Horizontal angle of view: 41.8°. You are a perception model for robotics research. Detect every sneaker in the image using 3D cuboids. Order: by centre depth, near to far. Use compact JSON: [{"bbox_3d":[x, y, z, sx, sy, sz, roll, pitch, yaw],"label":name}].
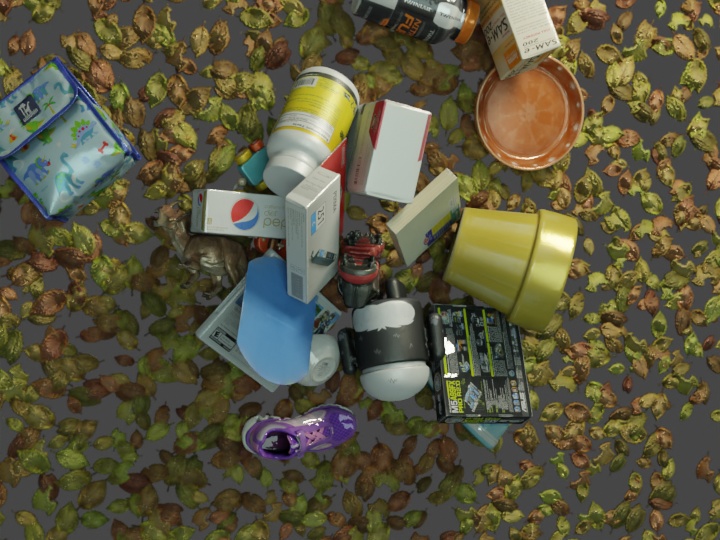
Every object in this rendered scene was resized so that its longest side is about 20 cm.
[{"bbox_3d":[0.000,0.000,1.539,0.070,0.201,0.099,5,113,3],"label":"sneaker"},{"bbox_3d":[-0.099,0.282,1.599,0.198,0.088,0.081,-7,97,-12],"label":"sneaker"},{"bbox_3d":[0.205,0.206,1.658,0.131,0.080,0.200,-45,112,-1],"label":"sneaker"}]

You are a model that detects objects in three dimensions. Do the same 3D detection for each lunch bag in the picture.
[{"bbox_3d":[-0.469,-0.202,1.453,0.170,0.127,0.200,-39,90,-2],"label":"lunch bag"}]

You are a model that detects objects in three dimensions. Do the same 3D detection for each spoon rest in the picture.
[{"bbox_3d":[-0.107,0.142,1.566,0.199,0.061,0.100,18,105,-49],"label":"spoon rest"}]

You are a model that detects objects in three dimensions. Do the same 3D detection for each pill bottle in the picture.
[{"bbox_3d":[-0.081,-0.213,1.489,0.112,0.112,0.201,28,60,-13],"label":"pill bottle"},{"bbox_3d":[0.093,-0.437,1.541,0.198,0.106,0.107,17,93,-13],"label":"pill bottle"}]

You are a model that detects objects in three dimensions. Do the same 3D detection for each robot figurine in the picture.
[{"bbox_3d":[0.050,0.117,1.580,0.124,0.150,0.202,1,76,-37],"label":"robot figurine"}]

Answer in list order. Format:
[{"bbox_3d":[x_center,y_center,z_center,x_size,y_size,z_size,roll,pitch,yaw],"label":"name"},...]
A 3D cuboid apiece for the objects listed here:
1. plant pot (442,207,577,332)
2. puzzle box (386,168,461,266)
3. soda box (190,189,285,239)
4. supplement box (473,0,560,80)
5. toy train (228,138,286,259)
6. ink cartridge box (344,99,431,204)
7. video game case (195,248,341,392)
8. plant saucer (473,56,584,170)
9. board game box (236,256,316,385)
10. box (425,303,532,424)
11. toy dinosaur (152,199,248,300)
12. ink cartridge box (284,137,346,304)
[{"bbox_3d":[0.245,-0.019,1.588,0.187,0.201,0.203,18,93,3],"label":"plant pot"},{"bbox_3d":[0.107,-0.082,1.547,0.133,0.200,0.025,-43,74,-5],"label":"puzzle box"},{"bbox_3d":[-0.165,-0.087,1.490,0.198,0.064,0.069,3,92,-30],"label":"soda box"},{"bbox_3d":[0.244,-0.431,1.545,0.073,0.126,0.202,-20,88,-9],"label":"supplement box"},{"bbox_3d":[-0.160,-0.114,1.560,0.149,0.055,0.202,11,88,-31],"label":"toy train"},{"bbox_3d":[0.032,-0.188,1.512,0.083,0.200,0.147,11,94,-16],"label":"ink cartridge box"},{"bbox_3d":[-0.147,0.086,1.554,0.183,0.022,0.200,-48,131,-3],"label":"video game case"},{"bbox_3d":[0.291,-0.275,1.639,0.198,0.032,0.202,-2,98,-11],"label":"plant saucer"},{"bbox_3d":[-0.140,0.082,1.469,0.158,0.039,0.202,32,53,-42],"label":"board game box"},{"bbox_3d":[0.201,0.159,1.612,0.159,0.044,0.202,2,65,-16],"label":"box"},{"bbox_3d":[-0.242,-0.034,1.540,0.199,0.086,0.137,26,60,-28],"label":"toy dinosaur"},{"bbox_3d":[-0.053,-0.076,1.462,0.044,0.201,0.176,24,48,20],"label":"ink cartridge box"}]
